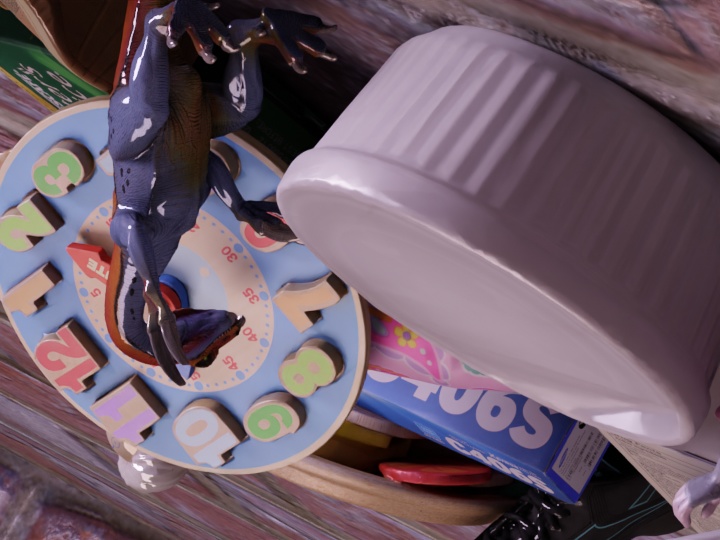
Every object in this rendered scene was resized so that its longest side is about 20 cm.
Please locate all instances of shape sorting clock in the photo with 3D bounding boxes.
[{"bbox_3d":[-0.087,0.011,1.361,0.199,0.039,0.201,17,130,22],"label":"shape sorting clock"}]

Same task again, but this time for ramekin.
[{"bbox_3d":[0.072,-0.018,1.206,0.202,0.095,0.202,30,168,7],"label":"ramekin"}]

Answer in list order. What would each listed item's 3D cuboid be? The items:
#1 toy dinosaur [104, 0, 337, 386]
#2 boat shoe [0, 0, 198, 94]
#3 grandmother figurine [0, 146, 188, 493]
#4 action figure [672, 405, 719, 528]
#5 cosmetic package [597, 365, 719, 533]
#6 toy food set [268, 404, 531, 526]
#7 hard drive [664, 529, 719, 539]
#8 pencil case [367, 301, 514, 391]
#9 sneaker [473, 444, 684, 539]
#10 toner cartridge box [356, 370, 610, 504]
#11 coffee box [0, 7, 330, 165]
[{"bbox_3d":[-0.078,-0.046,1.283,0.201,0.105,0.182,60,137,25],"label":"toy dinosaur"},{"bbox_3d":[-0.141,-0.147,1.297,0.064,0.071,0.200,40,177,43],"label":"boat shoe"},{"bbox_3d":[-0.140,0.024,1.571,0.121,0.060,0.201,-140,28,-84],"label":"grandmother figurine"},{"bbox_3d":[0.197,0.048,1.144,0.200,0.133,0.150,-124,22,-53],"label":"action figure"},{"bbox_3d":[0.197,0.094,1.404,0.103,0.073,0.200,22,165,36],"label":"cosmetic package"},{"bbox_3d":[0.007,0.089,1.600,0.199,0.049,0.198,17,-171,-6],"label":"toy food set"},{"bbox_3d":[0.215,0.123,1.288,0.199,0.026,0.132,-10,167,-2],"label":"hard drive"},{"bbox_3d":[0.018,0.006,1.370,0.199,0.088,0.087,10,160,26],"label":"pencil case"},{"bbox_3d":[0.102,0.127,1.524,0.075,0.200,0.079,48,174,40],"label":"sneaker"},{"bbox_3d":[0.047,0.037,1.499,0.199,0.095,0.043,22,165,36],"label":"toner cartridge box"},{"bbox_3d":[-0.109,-0.094,1.477,0.200,0.044,0.123,19,164,48],"label":"coffee box"}]
